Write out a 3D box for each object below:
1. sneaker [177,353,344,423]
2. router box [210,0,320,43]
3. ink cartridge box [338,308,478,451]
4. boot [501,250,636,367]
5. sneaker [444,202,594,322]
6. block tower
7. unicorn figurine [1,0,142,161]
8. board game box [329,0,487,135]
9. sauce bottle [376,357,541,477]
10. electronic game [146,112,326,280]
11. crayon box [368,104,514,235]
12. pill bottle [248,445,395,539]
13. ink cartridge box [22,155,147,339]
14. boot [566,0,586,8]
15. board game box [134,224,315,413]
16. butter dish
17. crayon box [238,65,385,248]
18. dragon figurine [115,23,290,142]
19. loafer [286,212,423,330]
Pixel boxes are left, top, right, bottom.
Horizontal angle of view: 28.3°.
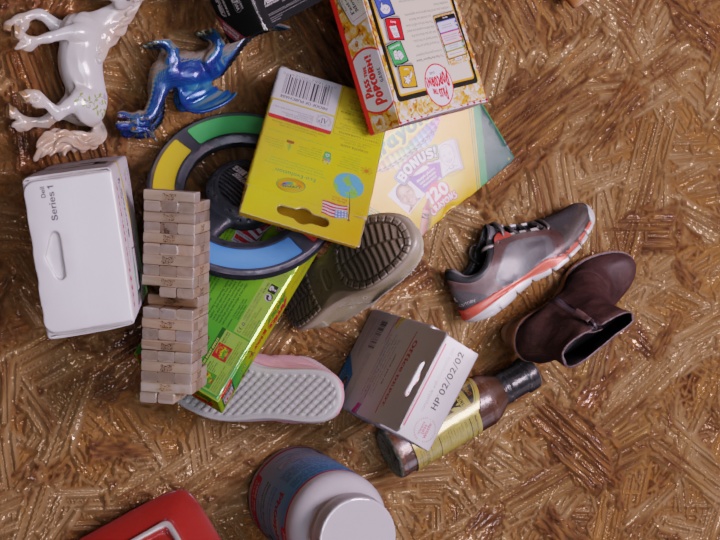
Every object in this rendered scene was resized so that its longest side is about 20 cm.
[{"bbox_3d":[-0.109,0.123,1.512,0.197,0.105,0.077,8,89,8],"label":"sneaker"},{"bbox_3d":[-0.083,-0.338,1.441,0.199,0.062,0.151,-36,108,-40],"label":"router box"},{"bbox_3d":[0.049,0.116,1.499,0.067,0.200,0.116,30,84,-21],"label":"ink cartridge box"},{"bbox_3d":[0.266,0.047,1.598,0.199,0.166,0.073,-32,105,-16],"label":"boot"},{"bbox_3d":[0.179,-0.028,1.609,0.199,0.077,0.082,-38,101,-15],"label":"sneaker"},{"bbox_3d":[-0.178,0.023,1.372,0.053,0.058,0.203,3,97,9],"label":"block tower"},{"bbox_3d":[-0.282,-0.214,1.414,0.136,0.074,0.203,-4,110,-31],"label":"unicorn figurine"},{"bbox_3d":[0.044,-0.253,1.464,0.151,0.046,0.203,-19,93,-46],"label":"board game box"},{"bbox_3d":[0.113,0.159,1.604,0.198,0.065,0.065,-28,104,-19],"label":"sauce bottle"},{"bbox_3d":[-0.119,-0.078,1.450,0.197,0.042,0.202,3,58,-5],"label":"electronic game"},{"bbox_3d":[0.057,-0.113,1.558,0.199,0.058,0.119,-39,107,-14],"label":"crayon box"},{"bbox_3d":[-0.039,0.253,1.476,0.107,0.200,0.111,-2,95,-21],"label":"pill bottle"},{"bbox_3d":[-0.258,-0.028,1.356,0.083,0.200,0.147,-8,98,-4],"label":"ink cartridge box"},{"bbox_3d":[0.201,-0.358,1.590,0.199,0.074,0.156,-36,111,-13],"label":"boot"},{"bbox_3d":[-0.135,0.031,1.460,0.101,0.048,0.201,27,72,10],"label":"board game box"},{"bbox_3d":[-0.214,0.364,1.454,0.198,0.149,0.200,-27,60,-18],"label":"butter dish"},{"bbox_3d":[-0.047,-0.103,1.430,0.125,0.051,0.202,16,51,-4],"label":"crayon box"},{"bbox_3d":[-0.164,-0.193,1.462,0.197,0.059,0.101,-16,100,-19],"label":"dragon figurine"},{"bbox_3d":[0.000,0.000,1.495,0.068,0.199,0.077,-1,66,-46],"label":"loafer"}]
